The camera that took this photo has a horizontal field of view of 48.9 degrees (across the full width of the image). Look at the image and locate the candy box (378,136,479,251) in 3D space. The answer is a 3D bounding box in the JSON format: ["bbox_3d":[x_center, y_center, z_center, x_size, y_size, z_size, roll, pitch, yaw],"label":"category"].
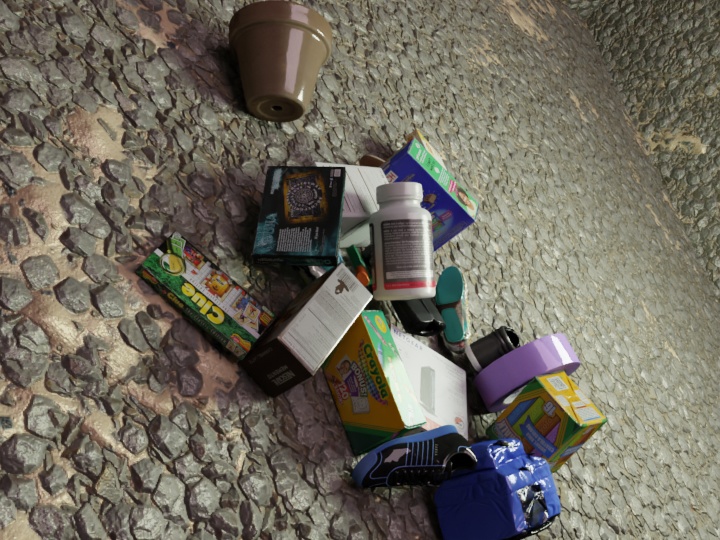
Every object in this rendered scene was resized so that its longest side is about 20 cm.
[{"bbox_3d":[0.111,-0.139,1.608,0.200,0.169,0.077,43,33,-17],"label":"candy box"}]

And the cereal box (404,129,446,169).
[{"bbox_3d":[0.173,-0.200,1.757,0.144,0.040,0.200,35,31,-58],"label":"cereal box"}]

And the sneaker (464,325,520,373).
[{"bbox_3d":[0.275,0.161,1.569,0.071,0.099,0.200,66,12,17],"label":"sneaker"}]

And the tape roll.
[{"bbox_3d":[0.324,0.201,1.542,0.200,0.200,0.066,1,56,-49],"label":"tape roll"}]

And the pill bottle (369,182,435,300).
[{"bbox_3d":[0.072,-0.049,1.386,0.111,0.111,0.200,1,84,-49],"label":"pill bottle"}]

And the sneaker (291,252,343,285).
[{"bbox_3d":[-0.077,-0.026,1.360,0.080,0.077,0.200,-43,107,-24],"label":"sneaker"}]

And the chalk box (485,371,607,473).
[{"bbox_3d":[0.330,0.303,1.468,0.125,0.200,0.124,2,40,-50],"label":"chalk box"}]

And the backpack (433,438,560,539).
[{"bbox_3d":[0.240,0.368,1.325,0.200,0.162,0.168,9,69,-50],"label":"backpack"}]

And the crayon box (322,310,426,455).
[{"bbox_3d":[0.013,0.178,1.270,0.058,0.119,0.200,2,60,-49],"label":"crayon box"}]

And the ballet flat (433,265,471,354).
[{"bbox_3d":[0.189,0.085,1.617,0.064,0.076,0.200,63,24,-49],"label":"ballet flat"}]

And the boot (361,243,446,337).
[{"bbox_3d":[0.110,0.034,1.513,0.165,0.066,0.200,-3,46,-38],"label":"boot"}]

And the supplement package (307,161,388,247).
[{"bbox_3d":[-0.036,-0.118,1.463,0.200,0.117,0.117,-5,65,-51],"label":"supplement package"}]

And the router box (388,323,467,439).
[{"bbox_3d":[0.104,0.217,1.406,0.200,0.049,0.180,33,40,-27],"label":"router box"}]

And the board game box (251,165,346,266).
[{"bbox_3d":[-0.097,-0.092,1.289,0.135,0.028,0.200,2,51,4],"label":"board game box"}]

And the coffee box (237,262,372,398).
[{"bbox_3d":[-0.082,0.090,1.217,0.080,0.114,0.200,48,44,-8],"label":"coffee box"}]

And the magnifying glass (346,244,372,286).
[{"bbox_3d":[0.000,0.000,1.407,0.080,0.022,0.200,61,1,-9],"label":"magnifying glass"}]

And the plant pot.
[{"bbox_3d":[-0.156,-0.385,1.509,0.200,0.200,0.175,18,66,-41],"label":"plant pot"}]

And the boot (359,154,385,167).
[{"bbox_3d":[0.085,-0.200,1.730,0.200,0.070,0.146,46,29,-14],"label":"boot"}]

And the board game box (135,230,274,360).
[{"bbox_3d":[-0.227,0.035,1.178,0.200,0.023,0.105,41,38,-9],"label":"board game box"}]

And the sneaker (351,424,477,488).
[{"bbox_3d":[0.088,0.303,1.229,0.200,0.070,0.078,-16,41,-24],"label":"sneaker"}]
